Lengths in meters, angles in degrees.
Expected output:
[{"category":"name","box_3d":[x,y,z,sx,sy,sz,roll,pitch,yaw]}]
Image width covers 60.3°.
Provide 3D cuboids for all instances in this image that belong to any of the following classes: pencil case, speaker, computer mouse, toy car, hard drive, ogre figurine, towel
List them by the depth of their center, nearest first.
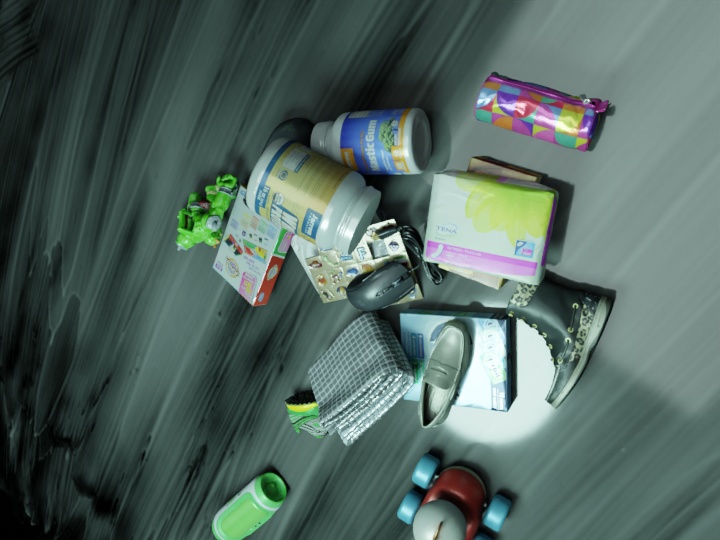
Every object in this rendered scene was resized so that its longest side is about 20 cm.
[{"category":"pencil case","box_3d":[0.282,-0.254,0.978,0.199,0.088,0.089,20,108,22]},{"category":"toy car","box_3d":[0.145,0.468,1.122,0.184,0.200,0.178,26,111,20]},{"category":"computer mouse","box_3d":[0.041,0.003,1.130,0.199,0.046,0.141,-22,110,25]},{"category":"towel","box_3d":[-0.009,0.195,1.155,0.200,0.085,0.166,-44,40,14]},{"category":"computer mouse","box_3d":[-0.148,-0.205,1.184,0.138,0.053,0.201,17,85,24]},{"category":"hard drive","box_3d":[-0.032,-0.052,1.203,0.200,0.038,0.140,-32,85,27]},{"category":"ogre figurine","box_3d":[-0.329,-0.112,1.285,0.199,0.098,0.120,-10,54,25]},{"category":"speaker","box_3d":[-0.252,0.539,1.404,0.089,0.088,0.200,50,117,10]}]

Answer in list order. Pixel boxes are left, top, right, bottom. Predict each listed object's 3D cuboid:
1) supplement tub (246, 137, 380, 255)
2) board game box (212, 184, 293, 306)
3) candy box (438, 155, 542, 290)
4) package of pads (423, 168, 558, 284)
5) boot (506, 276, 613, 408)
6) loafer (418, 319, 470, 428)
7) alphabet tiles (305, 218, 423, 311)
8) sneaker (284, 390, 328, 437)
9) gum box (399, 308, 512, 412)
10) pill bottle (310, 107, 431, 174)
[{"category":"supplement tub","box_3d":[-0.080,-0.126,1.073,0.199,0.145,0.145,28,112,8]},{"category":"board game box","box_3d":[-0.220,-0.053,1.276,0.153,0.040,0.201,38,115,31]},{"category":"candy box","box_3d":[0.219,-0.082,1.059,0.116,0.056,0.201,21,110,21]},{"category":"package of pads","box_3d":[0.206,-0.075,0.997,0.199,0.068,0.155,13,106,23]},{"category":"boot","box_3d":[0.313,0.110,1.041,0.153,0.073,0.204,26,104,22]},{"category":"loafer","box_3d":[0.145,0.185,1.089,0.070,0.070,0.201,16,107,24]},{"category":"alphabet tiles","box_3d":[0.000,0.000,1.173,0.199,0.008,0.168,-13,113,22]},{"category":"sneaker","box_3d":[-0.063,0.298,1.274,0.199,0.078,0.086,-5,105,37]},{"category":"gum box","box_3d":[0.174,0.161,1.135,0.199,0.045,0.171,2,101,26]},{"category":"pill bottle","box_3d":[0.016,-0.226,1.101,0.199,0.112,0.113,3,101,26]}]
